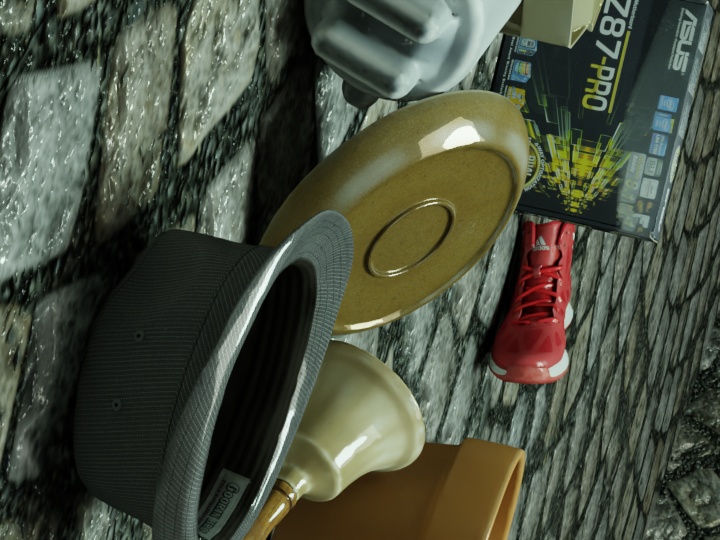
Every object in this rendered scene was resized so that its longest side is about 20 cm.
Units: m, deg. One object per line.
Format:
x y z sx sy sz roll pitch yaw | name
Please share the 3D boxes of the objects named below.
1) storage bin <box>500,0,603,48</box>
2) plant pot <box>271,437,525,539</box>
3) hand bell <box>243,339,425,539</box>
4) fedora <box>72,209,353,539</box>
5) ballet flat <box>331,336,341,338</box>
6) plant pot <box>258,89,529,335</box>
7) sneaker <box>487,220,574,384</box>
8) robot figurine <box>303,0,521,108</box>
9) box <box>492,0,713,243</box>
0.138 -0.289 1.728 0.201 0.093 0.199 91 17 -50 | storage bin
0.017 0.195 1.718 0.200 0.139 0.201 18 90 -82 | plant pot
-0.055 0.143 1.576 0.200 0.104 0.105 -48 151 -39 | hand bell
-0.084 0.050 1.294 0.177 0.090 0.201 6 103 -75 | fedora
0.000 0.000 1.652 0.200 0.063 0.068 71 34 -66 | ballet flat
0.025 -0.026 1.550 0.199 0.028 0.201 -28 150 -18 | plant pot
0.156 0.020 2.336 0.200 0.078 0.116 -76 166 -67 | sneaker
0.037 -0.175 1.528 0.170 0.113 0.200 -57 179 31 | robot figurine
0.188 -0.136 2.089 0.049 0.160 0.201 23 81 -76 | box
